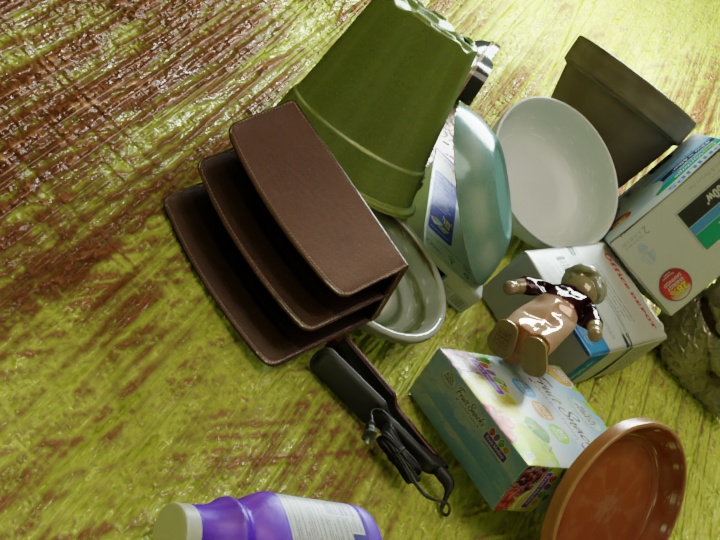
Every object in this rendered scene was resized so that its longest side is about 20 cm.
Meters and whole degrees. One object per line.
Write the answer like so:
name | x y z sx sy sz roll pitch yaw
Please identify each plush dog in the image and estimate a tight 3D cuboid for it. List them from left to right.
plush dog | 0.463 0.065 1.808 0.160 0.172 0.201 24 40 -33

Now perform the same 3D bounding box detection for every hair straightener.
hair straightener | 0.019 0.154 1.316 0.201 0.041 0.077 54 32 1

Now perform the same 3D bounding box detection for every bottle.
bottle | -0.070 0.218 1.105 0.199 0.065 0.084 16 43 -40

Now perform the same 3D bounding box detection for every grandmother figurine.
grandmother figurine | 0.207 0.044 1.496 0.121 0.061 0.200 39 36 16

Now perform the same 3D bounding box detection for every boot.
boot | 0.109 -0.299 1.860 0.138 0.078 0.200 32 16 -5

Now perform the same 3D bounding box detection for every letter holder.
letter holder | -0.077 -0.033 1.291 0.141 0.101 0.201 -24 70 -29

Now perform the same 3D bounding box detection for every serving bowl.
serving bowl | 0.228 -0.112 1.757 0.199 0.066 0.202 11 68 -29

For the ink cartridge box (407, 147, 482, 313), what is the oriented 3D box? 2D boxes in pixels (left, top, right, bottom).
ink cartridge box | 0.101 -0.049 1.618 0.099 0.039 0.201 41 33 -20

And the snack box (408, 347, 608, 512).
snack box | 0.170 0.164 1.417 0.199 0.068 0.169 13 31 -45

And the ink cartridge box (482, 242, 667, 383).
ink cartridge box | 0.255 0.052 1.655 0.199 0.084 0.147 -5 58 -53

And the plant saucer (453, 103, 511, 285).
plant saucer | 0.140 -0.086 1.542 0.201 0.038 0.203 -6 90 -77

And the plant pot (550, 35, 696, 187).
plant pot | 0.320 -0.188 1.880 0.199 0.174 0.200 36 11 -8

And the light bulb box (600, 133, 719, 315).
light bulb box | 0.414 -0.064 1.798 0.125 0.198 0.200 48 6 -5

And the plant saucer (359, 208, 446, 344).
plant saucer | 0.000 0.000 1.438 0.199 0.050 0.201 30 36 -25

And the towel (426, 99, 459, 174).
towel | 0.058 -0.193 1.734 0.190 0.032 0.201 30 37 -27

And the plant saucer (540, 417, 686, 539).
plant saucer | 0.245 0.237 1.371 0.199 0.202 0.032 10 11 -45

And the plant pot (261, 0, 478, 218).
plant pot | 0.027 -0.191 1.491 0.199 0.191 0.200 32 16 -10
